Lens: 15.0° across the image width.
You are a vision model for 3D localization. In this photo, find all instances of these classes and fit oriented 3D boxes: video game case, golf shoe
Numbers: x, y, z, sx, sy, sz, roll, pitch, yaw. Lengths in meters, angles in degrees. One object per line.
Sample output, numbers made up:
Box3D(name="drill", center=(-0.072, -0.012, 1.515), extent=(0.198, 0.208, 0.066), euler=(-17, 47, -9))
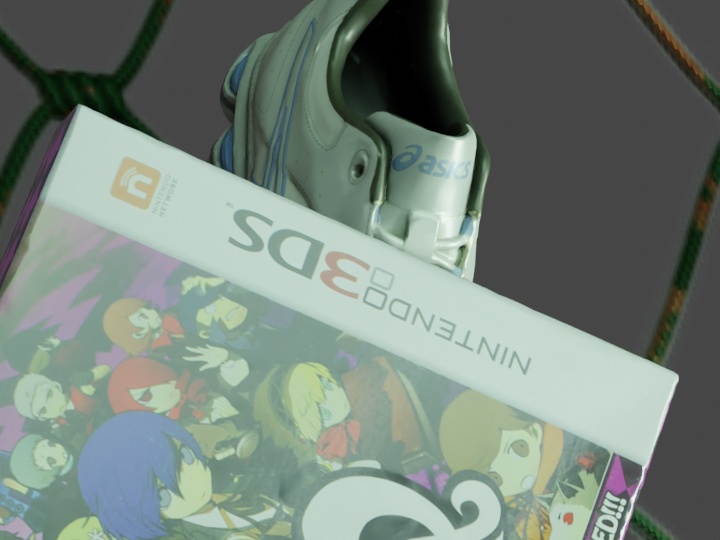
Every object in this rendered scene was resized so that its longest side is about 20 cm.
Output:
Box3D(name="video game case", center=(-0.031, 0.083, 0.708), extent=(0.181, 0.036, 0.200), euler=(25, 75, -11))
Box3D(name="golf shoe", center=(0.000, 0.000, 0.784), extent=(0.078, 0.097, 0.200), euler=(7, 59, -25))
